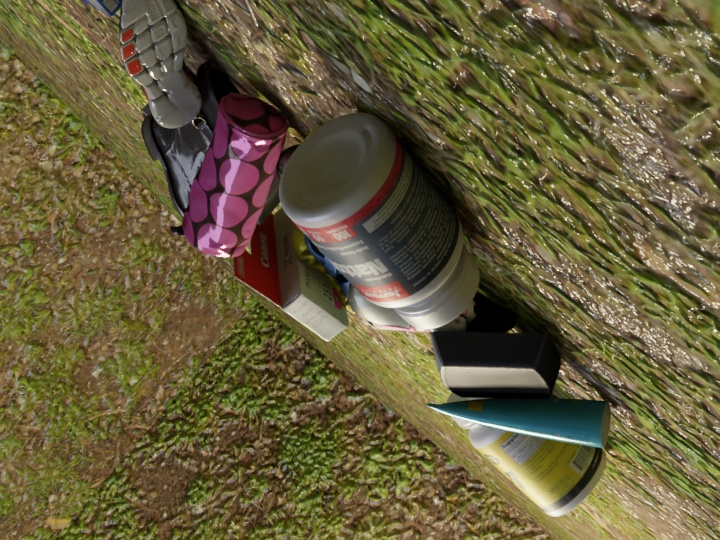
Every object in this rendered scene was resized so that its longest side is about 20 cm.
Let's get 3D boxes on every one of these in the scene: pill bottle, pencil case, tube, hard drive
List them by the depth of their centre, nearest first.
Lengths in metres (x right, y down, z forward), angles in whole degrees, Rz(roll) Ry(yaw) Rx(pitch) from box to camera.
[{"bbox_3d":[0.026,-0.037,1.200,0.119,0.120,0.200,32,168,50],"label":"pill bottle"},{"bbox_3d":[0.148,0.106,1.417,0.133,0.043,0.200,1,165,12],"label":"hard drive"},{"bbox_3d":[0.176,0.162,1.457,0.197,0.051,0.077,4,168,20],"label":"tube"},{"bbox_3d":[-0.148,-0.110,1.483,0.094,0.090,0.201,62,141,34],"label":"pencil case"},{"bbox_3d":[0.212,0.212,1.689,0.200,0.115,0.114,43,172,-8],"label":"pill bottle"}]

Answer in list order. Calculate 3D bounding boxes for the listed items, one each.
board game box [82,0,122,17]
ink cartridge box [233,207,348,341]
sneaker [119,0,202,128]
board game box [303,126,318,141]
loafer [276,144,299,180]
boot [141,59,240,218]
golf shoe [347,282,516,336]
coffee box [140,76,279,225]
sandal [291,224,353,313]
[{"bbox_3d":[-0.366,-0.388,1.515,0.135,0.035,0.200,34,169,49],"label":"board game box"},{"bbox_3d":[-0.097,-0.023,1.763,0.173,0.043,0.201,38,-153,-33],"label":"ink cartridge box"},{"bbox_3d":[-0.232,-0.246,1.445,0.201,0.076,0.082,84,159,-53],"label":"sneaker"},{"bbox_3d":[0.022,-0.070,1.384,0.200,0.030,0.096,43,173,5],"label":"board game box"},{"bbox_3d":[-0.021,-0.058,1.474,0.200,0.072,0.063,45,-176,-6],"label":"loafer"},{"bbox_3d":[-0.171,-0.137,1.564,0.173,0.069,0.201,-18,110,49],"label":"boot"},{"bbox_3d":[0.077,0.032,1.384,0.198,0.074,0.092,15,162,-37],"label":"golf shoe"},{"bbox_3d":[-0.182,-0.160,1.706,0.199,0.080,0.113,41,173,2],"label":"coffee box"},{"bbox_3d":[0.000,0.000,1.726,0.199,0.080,0.087,38,155,-22],"label":"sandal"}]
